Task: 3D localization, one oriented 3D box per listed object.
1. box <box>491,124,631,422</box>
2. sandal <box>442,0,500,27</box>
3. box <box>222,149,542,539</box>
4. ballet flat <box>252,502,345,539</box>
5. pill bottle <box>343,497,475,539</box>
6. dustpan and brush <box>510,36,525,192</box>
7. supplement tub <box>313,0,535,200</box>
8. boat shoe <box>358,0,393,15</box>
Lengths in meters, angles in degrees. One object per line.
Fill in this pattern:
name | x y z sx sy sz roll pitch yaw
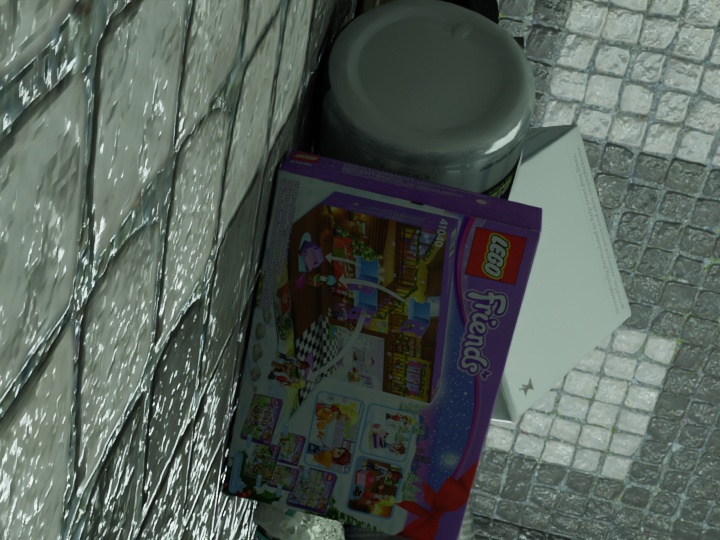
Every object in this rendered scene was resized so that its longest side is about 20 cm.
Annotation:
box | 0.118 -0.002 1.140 0.200 0.131 0.199 -34 113 -38
sandal | 0.063 -0.228 0.779 0.075 0.048 0.201 -173 -106 -69
box | 0.008 0.047 0.688 0.039 0.137 0.200 -68 172 -66
ballet flat | -0.036 0.180 0.965 0.200 0.072 0.072 90 14 -81
pill bottle | 0.033 0.166 1.048 0.113 0.113 0.200 76 10 -83
dustpan and brush | 0.073 -0.062 0.899 0.140 0.057 0.200 -144 -131 -73
supplement tub | 0.031 -0.056 0.776 0.200 0.122 0.123 97 7 -57
boat shoe | 0.032 -0.154 0.863 0.074 0.069 0.200 -70 173 -63
